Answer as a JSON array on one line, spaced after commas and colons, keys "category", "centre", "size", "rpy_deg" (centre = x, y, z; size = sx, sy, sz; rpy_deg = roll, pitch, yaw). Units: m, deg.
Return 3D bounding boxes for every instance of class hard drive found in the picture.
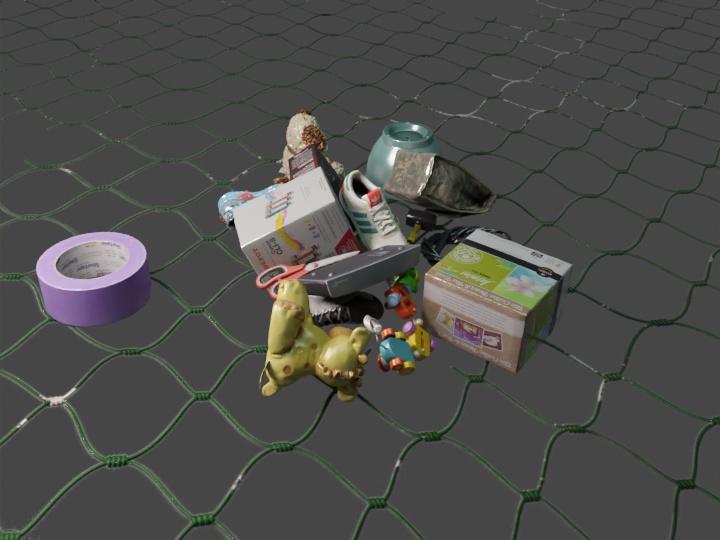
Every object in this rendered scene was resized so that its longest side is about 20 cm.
[{"category": "hard drive", "centre": [0.000, 0.000, 1.425], "size": [0.200, 0.042, 0.135], "rpy_deg": [-21, 11, -28]}]

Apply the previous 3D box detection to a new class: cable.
[{"category": "cable", "centre": [0.223, -0.041, 1.663], "size": [0.200, 0.051, 0.163], "rpy_deg": [-17, 33, -21]}]

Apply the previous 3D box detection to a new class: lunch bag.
[{"category": "lunch bag", "centre": [0.179, -0.178, 1.756], "size": [0.200, 0.118, 0.164], "rpy_deg": [20, 1, -30]}]

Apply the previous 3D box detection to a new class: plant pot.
[{"category": "plant pot", "centre": [0.111, -0.273, 1.918], "size": [0.200, 0.134, 0.200], "rpy_deg": [1, 34, -1]}]

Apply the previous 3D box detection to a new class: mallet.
[{"category": "mallet", "centre": [0.117, -0.062, 1.699], "size": [0.066, 0.041, 0.200], "rpy_deg": [10, 40, 8]}]

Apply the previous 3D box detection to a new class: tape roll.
[{"category": "tape roll", "centre": [-0.502, 0.013, 1.521], "size": [0.199, 0.085, 0.200], "rpy_deg": [1, 33, -1]}]

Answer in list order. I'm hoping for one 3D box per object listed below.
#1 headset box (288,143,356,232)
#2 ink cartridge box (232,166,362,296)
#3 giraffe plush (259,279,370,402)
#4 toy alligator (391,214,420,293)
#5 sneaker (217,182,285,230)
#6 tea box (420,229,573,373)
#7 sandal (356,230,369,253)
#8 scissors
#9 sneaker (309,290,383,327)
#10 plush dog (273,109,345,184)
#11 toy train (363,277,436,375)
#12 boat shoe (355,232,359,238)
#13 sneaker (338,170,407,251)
[{"category": "headset box", "centre": [-0.081, -0.159, 1.719], "size": [0.077, 0.149, 0.200], "rpy_deg": [-32, 32, 12]}, {"category": "ink cartridge box", "centre": [-0.124, -0.073, 1.551], "size": [0.200, 0.145, 0.145], "rpy_deg": [-26, 37, 3]}, {"category": "giraffe plush", "centre": [-0.068, 0.127, 1.306], "size": [0.162, 0.173, 0.200], "rpy_deg": [9, 48, -2]}, {"category": "toy alligator", "centre": [0.071, -0.026, 1.603], "size": [0.054, 0.059, 0.200], "rpy_deg": [-33, 48, 23]}, {"category": "sneaker", "centre": [-0.209, -0.128, 1.764], "size": [0.199, 0.079, 0.096], "rpy_deg": [-11, 48, -5]}, {"category": "tea box", "centre": [0.243, 0.049, 1.443], "size": [0.200, 0.134, 0.197], "rpy_deg": [23, 40, 27]}, {"category": "sandal", "centre": [0.018, -0.125, 1.629], "size": [0.077, 0.070, 0.212], "rpy_deg": [4, 43, -16]}, {"category": "scissors", "centre": [-0.099, -0.009, 1.495], "size": [0.200, 0.014, 0.073], "rpy_deg": [-32, 58, -21]}, {"category": "sneaker", "centre": [-0.064, 0.092, 1.439], "size": [0.199, 0.075, 0.116], "rpy_deg": [3, 37, 21]}, {"category": "plush dog", "centre": [-0.133, -0.290, 1.901], "size": [0.160, 0.172, 0.200], "rpy_deg": [-11, 37, -17]}, {"category": "toy train", "centre": [0.056, 0.102, 1.375], "size": [0.150, 0.056, 0.200], "rpy_deg": [53, 29, -3]}, {"category": "boat shoe", "centre": [0.023, -0.049, 1.654], "size": [0.071, 0.070, 0.201], "rpy_deg": [31, 40, 10]}, {"category": "sneaker", "centre": [0.027, -0.106, 1.538], "size": [0.070, 0.093, 0.200], "rpy_deg": [-28, 73, -18]}]
